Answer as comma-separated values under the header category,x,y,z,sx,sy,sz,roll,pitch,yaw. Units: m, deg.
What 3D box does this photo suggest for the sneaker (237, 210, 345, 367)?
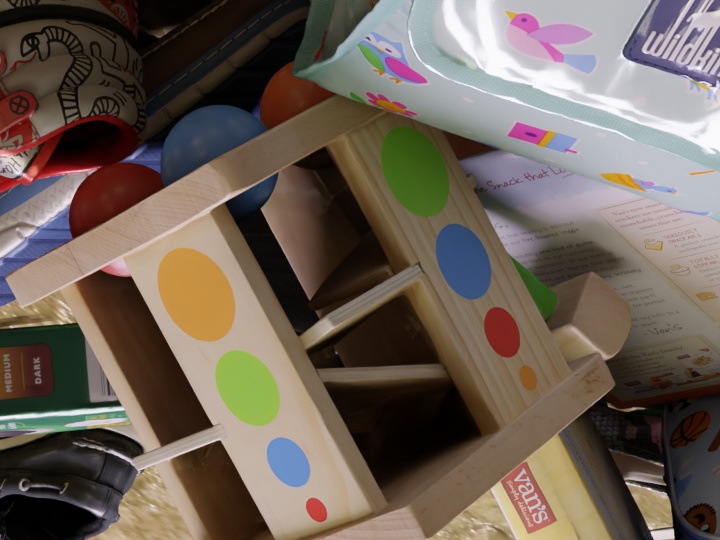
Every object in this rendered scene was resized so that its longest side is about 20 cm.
category,x,y,z,sx,sy,sz,roll,pitch,yaw
sneaker,-0.091,-0.013,0.949,0.199,0.105,0.060,4,153,12

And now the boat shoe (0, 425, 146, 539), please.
category,x,y,z,sx,sy,sz,roll,pitch,yaw
boat shoe,-0.183,0.137,1.294,0.074,0.066,0.199,28,147,-29

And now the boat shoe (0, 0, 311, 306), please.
category,x,y,z,sx,sy,sz,roll,pitch,yaw
boat shoe,-0.105,-0.063,0.884,0.200,0.073,0.072,-34,167,21

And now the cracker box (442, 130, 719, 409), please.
category,x,y,z,sx,sy,sz,roll,pitch,yaw
cracker box,0.110,-0.020,0.914,0.134,0.058,0.200,-12,144,37

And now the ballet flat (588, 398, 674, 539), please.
category,x,y,z,sx,sy,sz,roll,pitch,yaw
ballet flat,0.118,0.092,1.097,0.199,0.072,0.069,12,164,0

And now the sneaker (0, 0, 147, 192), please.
category,x,y,z,sx,sy,sz,roll,pitch,yaw
sneaker,-0.161,-0.085,0.778,0.201,0.108,0.067,5,152,-38

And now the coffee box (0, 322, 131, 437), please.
category,x,y,z,sx,sy,sz,roll,pitch,yaw
coffee box,-0.160,0.051,1.032,0.199,0.044,0.123,-5,174,-6

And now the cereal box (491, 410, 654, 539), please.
category,x,y,z,sx,sy,sz,roll,pitch,yaw
cereal box,0.091,0.102,0.966,0.039,0.200,0.144,-26,100,8

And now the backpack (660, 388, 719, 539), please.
category,x,y,z,sx,sy,sz,roll,pitch,yaw
backpack,0.216,0.120,0.958,0.199,0.191,0.154,-26,125,19

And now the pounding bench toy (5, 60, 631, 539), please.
category,x,y,z,sx,sy,sz,roll,pitch,yaw
pounding bench toy,0.000,0.000,0.825,0.124,0.200,0.157,-25,95,43

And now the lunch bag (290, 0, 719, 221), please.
category,x,y,z,sx,sy,sz,roll,pitch,yaw
lunch bag,0.087,-0.094,0.686,0.170,0.123,0.200,18,170,-15
